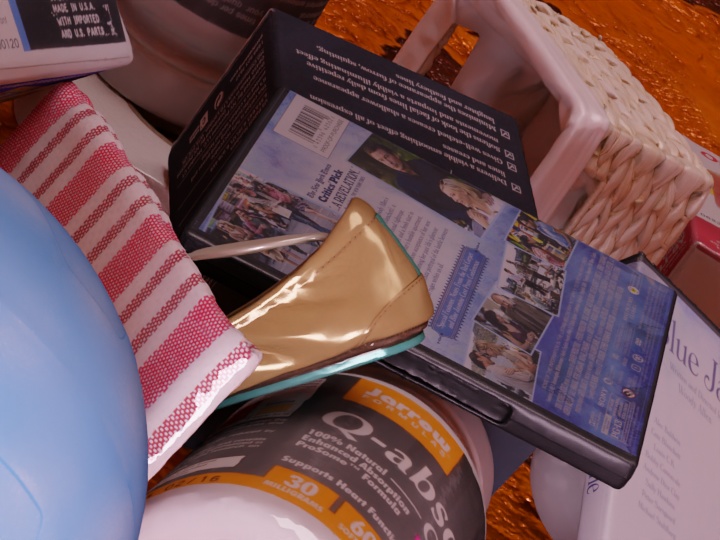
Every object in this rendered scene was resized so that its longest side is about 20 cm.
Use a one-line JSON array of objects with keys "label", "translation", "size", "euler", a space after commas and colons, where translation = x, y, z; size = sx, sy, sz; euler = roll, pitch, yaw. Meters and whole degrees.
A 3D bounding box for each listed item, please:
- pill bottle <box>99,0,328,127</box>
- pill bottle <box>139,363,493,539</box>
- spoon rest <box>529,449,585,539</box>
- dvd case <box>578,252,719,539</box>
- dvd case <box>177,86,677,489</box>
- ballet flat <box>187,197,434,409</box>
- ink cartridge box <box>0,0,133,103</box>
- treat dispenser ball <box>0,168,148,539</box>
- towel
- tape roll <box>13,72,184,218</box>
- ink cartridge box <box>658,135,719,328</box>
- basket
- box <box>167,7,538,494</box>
[{"label": "pill bottle", "translation": [-0.058, -0.179, 1.124], "size": [0.113, 0.201, 0.113], "euler": [27, 22, -12]}, {"label": "pill bottle", "translation": [-0.018, 0.104, 0.804], "size": [0.116, 0.117, 0.200], "euler": [35, 23, 6]}, {"label": "spoon rest", "translation": [0.119, 0.117, 1.017], "size": [0.061, 0.099, 0.200], "euler": [54, 28, -23]}, {"label": "dvd case", "translation": [0.150, 0.110, 0.962], "size": [0.143, 0.017, 0.201], "euler": [41, 43, -30]}, {"label": "dvd case", "translation": [0.032, 0.002, 0.890], "size": [0.199, 0.018, 0.143], "euler": [28, 32, 0]}, {"label": "ballet flat", "translation": [-0.072, 0.031, 0.793], "size": [0.069, 0.199, 0.063], "euler": [-76, 142, -83]}, {"label": "ink cartridge box", "translation": [-0.218, -0.062, 0.801], "size": [0.198, 0.199, 0.044], "euler": [-20, 94, -63]}, {"label": "treat dispenser ball", "translation": [-0.160, 0.053, 0.607], "size": [0.200, 0.201, 0.201], "euler": [27, 23, -12]}, {"label": "towel", "translation": [-0.116, 0.031, 0.761], "size": [0.030, 0.146, 0.200], "euler": [37, 9, -39]}, {"label": "tape roll", "translation": [-0.090, -0.063, 1.159], "size": [0.202, 0.037, 0.203], "euler": [28, 22, -13]}, {"label": "ink cartridge box", "translation": [0.248, 0.009, 1.394], "size": [0.145, 0.084, 0.200], "euler": [30, 22, -7]}, {"label": "basket", "translation": [0.105, -0.072, 1.313], "size": [0.123, 0.136, 0.200], "euler": [23, 24, -32]}, {"label": "box", "translation": [0.000, 0.000, 1.006], "size": [0.148, 0.107, 0.201], "euler": [22, 36, -24]}]
